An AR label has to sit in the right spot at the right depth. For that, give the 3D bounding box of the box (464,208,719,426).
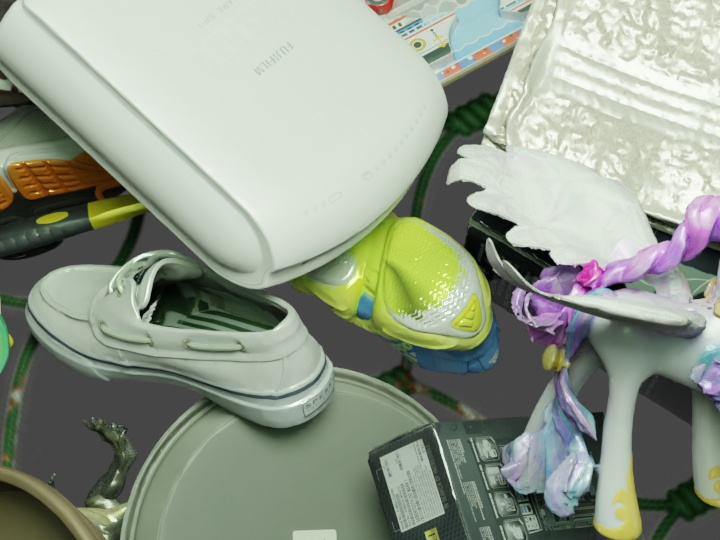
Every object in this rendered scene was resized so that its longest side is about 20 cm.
[{"bbox_3d":[0.186,-0.038,1.448,0.196,0.124,0.200,32,77,8],"label":"box"}]

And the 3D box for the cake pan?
[{"bbox_3d":[-0.024,0.149,1.410,0.199,0.037,0.201,1,86,-12],"label":"cake pan"}]

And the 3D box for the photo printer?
[{"bbox_3d":[-0.063,-0.094,1.384,0.200,0.070,0.166,43,53,6],"label":"photo printer"}]

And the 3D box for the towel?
[{"bbox_3d":[0.170,-0.083,1.380,0.199,0.034,0.133,19,77,3],"label":"towel"}]

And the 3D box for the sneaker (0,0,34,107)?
[{"bbox_3d":[-0.222,-0.106,1.451,0.199,0.116,0.076,10,56,-4],"label":"sneaker"}]

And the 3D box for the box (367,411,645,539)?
[{"bbox_3d":[0.094,0.173,1.377,0.051,0.157,0.201,-27,74,35],"label":"box"}]

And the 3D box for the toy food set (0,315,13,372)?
[{"bbox_3d":[-0.283,0.017,1.417,0.198,0.049,0.200,-38,101,10],"label":"toy food set"}]

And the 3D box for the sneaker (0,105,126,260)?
[{"bbox_3d":[-0.158,-0.077,1.486,0.199,0.076,0.092,-22,50,1],"label":"sneaker"}]

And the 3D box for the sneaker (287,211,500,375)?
[{"bbox_3d":[0.000,0.000,1.465,0.076,0.105,0.200,-45,51,-7],"label":"sneaker"}]

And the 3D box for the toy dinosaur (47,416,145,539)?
[{"bbox_3d":[-0.118,0.128,1.438,0.199,0.047,0.089,14,81,-2],"label":"toy dinosaur"}]

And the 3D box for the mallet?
[{"bbox_3d":[-0.135,-0.038,1.447,0.199,0.041,0.066,-10,50,10],"label":"mallet"}]

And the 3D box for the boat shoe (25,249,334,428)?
[{"bbox_3d":[-0.097,0.019,1.411,0.199,0.067,0.074,14,45,33],"label":"boat shoe"}]

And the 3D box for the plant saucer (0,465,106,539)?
[{"bbox_3d":[-0.169,0.193,1.364,0.029,0.200,0.201,-10,70,-46],"label":"plant saucer"}]

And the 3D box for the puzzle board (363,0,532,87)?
[{"bbox_3d":[0.023,-0.161,1.502,0.199,0.017,0.151,-29,54,-9],"label":"puzzle board"}]

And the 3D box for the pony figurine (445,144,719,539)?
[{"bbox_3d":[0.134,0.026,1.302,0.192,0.167,0.201,8,117,-10],"label":"pony figurine"}]
